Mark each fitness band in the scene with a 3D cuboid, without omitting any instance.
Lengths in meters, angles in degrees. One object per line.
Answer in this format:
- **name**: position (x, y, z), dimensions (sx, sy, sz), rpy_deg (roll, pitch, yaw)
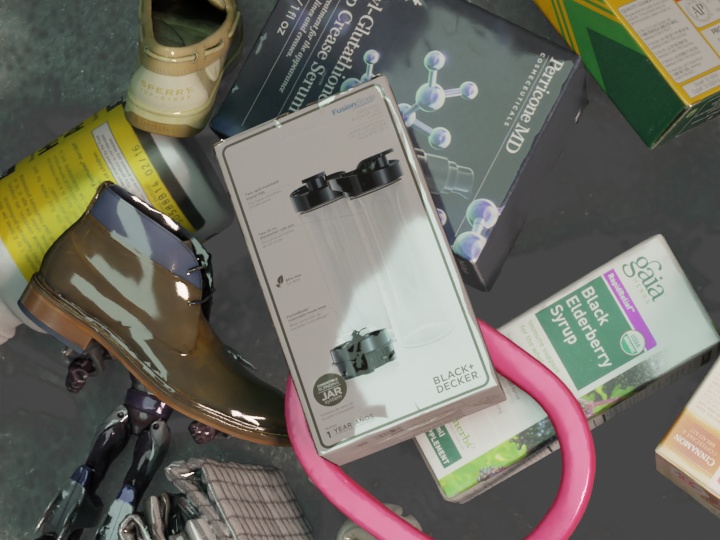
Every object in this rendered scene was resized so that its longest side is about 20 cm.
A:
- **fitness band**: position (0.046, 0.098, 1.037), dimensions (0.199, 0.037, 0.144), rpy_deg (34, 89, 15)

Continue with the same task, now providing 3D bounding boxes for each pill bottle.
- **pill bottle**: position (-0.193, -0.028, 1.144), dimensions (0.199, 0.111, 0.112), rpy_deg (-32, 76, 2)

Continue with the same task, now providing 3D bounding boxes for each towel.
- **towel**: position (-0.065, 0.218, 1.052), dimensions (0.085, 0.165, 0.201), rpy_deg (-32, 76, 8)

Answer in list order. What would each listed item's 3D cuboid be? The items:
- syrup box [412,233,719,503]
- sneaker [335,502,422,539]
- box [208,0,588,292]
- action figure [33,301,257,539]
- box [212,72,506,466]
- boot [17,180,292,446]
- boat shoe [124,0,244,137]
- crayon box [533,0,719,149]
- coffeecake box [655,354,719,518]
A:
- **syrup box**: position (0.125, 0.064, 1.089), dimensions (0.199, 0.081, 0.079), rpy_deg (-30, 76, 5)
- **sneaker**: position (0.051, 0.232, 1.073), dimensions (0.075, 0.081, 0.200), rpy_deg (-43, 77, -2)
- **box**: position (0.028, -0.102, 1.123), dimensions (0.198, 0.107, 0.150), rpy_deg (27, 85, 13)
- **action figure**: position (-0.146, 0.104, 1.136), dimensions (0.129, 0.069, 0.202), rpy_deg (20, 81, 17)
- **box**: position (0.000, 0.000, 1.020), dimensions (0.115, 0.060, 0.202), rpy_deg (-22, 75, 5)
- **boot**: position (-0.107, 0.029, 1.071), dimensions (0.198, 0.075, 0.098), rpy_deg (29, 99, -4)
- **boat shoe**: position (-0.114, -0.162, 1.125), dimensions (0.072, 0.202, 0.064), rpy_deg (12, 124, 0)
- **crayon box**: position (0.176, -0.186, 1.108), dimensions (0.125, 0.052, 0.201), rpy_deg (-25, 73, -37)
- **coffeecake box**: position (0.261, 0.053, 1.030), dimensions (0.073, 0.154, 0.201), rpy_deg (35, 87, 14)
